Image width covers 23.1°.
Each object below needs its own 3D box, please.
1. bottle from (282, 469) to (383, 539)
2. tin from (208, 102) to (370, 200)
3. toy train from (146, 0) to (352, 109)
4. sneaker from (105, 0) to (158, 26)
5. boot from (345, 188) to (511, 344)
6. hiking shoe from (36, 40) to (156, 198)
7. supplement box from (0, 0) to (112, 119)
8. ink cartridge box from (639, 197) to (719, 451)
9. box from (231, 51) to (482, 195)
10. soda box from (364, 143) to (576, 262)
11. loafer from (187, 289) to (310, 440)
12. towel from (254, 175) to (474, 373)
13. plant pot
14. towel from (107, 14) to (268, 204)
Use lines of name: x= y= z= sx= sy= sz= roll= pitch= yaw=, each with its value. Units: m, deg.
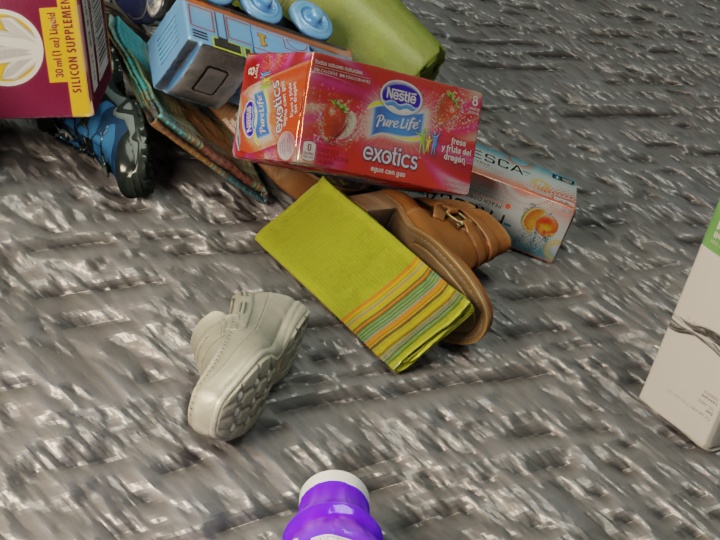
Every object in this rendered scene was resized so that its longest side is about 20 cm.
bottle: x=-0.018 y=0.196 z=1.063 sx=0.065 sy=0.084 sz=0.200 roll=16 pitch=28 yaw=-9
tin: x=-0.071 y=-0.133 z=1.633 sx=0.200 sy=0.042 sz=0.112 roll=49 pitch=28 yaw=18
toy train: x=-0.099 y=-0.195 z=1.576 sx=0.199 sy=0.087 sz=0.115 roll=16 pitch=47 yaw=-32
sneaker: x=-0.285 y=-0.308 z=1.814 sx=0.114 sy=0.081 sz=0.199 roll=-6 pitch=30 yaw=-36
boot: x=0.082 y=-0.012 z=1.535 sx=0.154 sy=0.074 sz=0.200 roll=-3 pitch=38 yaw=-46
hiking shoe: x=-0.234 y=-0.123 z=1.531 sx=0.086 sy=0.075 sz=0.201 roll=-18 pitch=44 yaw=-11
supplement box: x=-0.315 y=-0.202 z=1.459 sx=0.198 sy=0.132 sz=0.103 roll=-2 pitch=28 yaw=4
ink cartridge box: x=0.335 y=0.038 z=1.484 sx=0.145 sy=0.201 sz=0.084 roll=-7 pitch=35 yaw=-44
box: x=-0.001 y=-0.127 z=1.532 sx=0.199 sy=0.096 sz=0.099 roll=8 pitch=0 yaw=-39
soda box: x=0.104 y=-0.080 z=1.679 sx=0.199 sy=0.064 sz=0.069 roll=21 pitch=29 yaw=-3
loafer: x=-0.093 y=0.065 z=1.275 sx=0.069 sy=0.070 sz=0.200 roll=19 pitch=19 yaw=6
towel: x=0.000 y=0.000 z=1.458 sx=0.086 sy=0.018 sz=0.200 roll=-38 pitch=54 yaw=-14
plant pot: x=-0.024 y=-0.225 z=1.751 sx=0.190 sy=0.201 sz=0.200 roll=39 pitch=29 yaw=6
towel: x=-0.158 y=-0.149 z=1.601 sx=0.146 sy=0.022 sz=0.200 roll=35 pitch=15 yaw=-36
